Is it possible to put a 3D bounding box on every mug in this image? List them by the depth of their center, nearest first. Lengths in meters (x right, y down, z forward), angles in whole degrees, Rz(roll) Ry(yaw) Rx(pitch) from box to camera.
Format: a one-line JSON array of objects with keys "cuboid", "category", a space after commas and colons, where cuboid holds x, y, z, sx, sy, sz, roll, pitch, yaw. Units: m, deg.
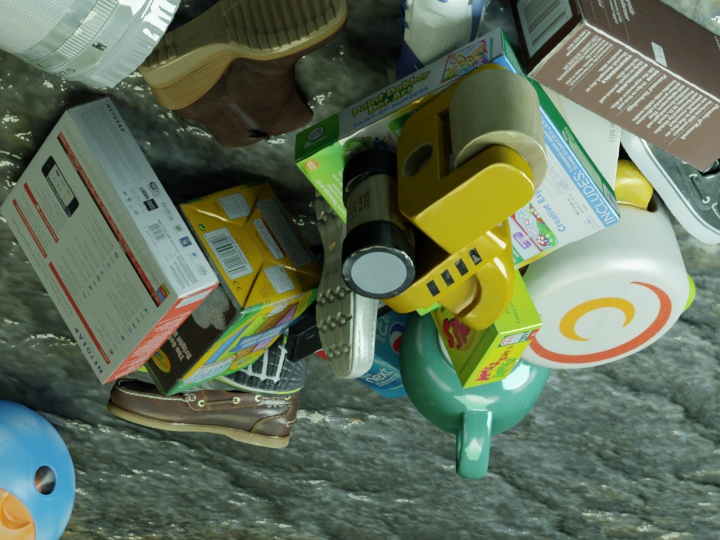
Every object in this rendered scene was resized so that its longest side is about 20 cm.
[{"cuboid": [0.122, 0.091, 1.798, 0.151, 0.186, 0.115, -28, 165, -11], "category": "mug"}]

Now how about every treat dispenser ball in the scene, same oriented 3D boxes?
[{"cuboid": [-0.422, 0.245, 2.062, 0.199, 0.202, 0.201, 1, 147, 1], "category": "treat dispenser ball"}]

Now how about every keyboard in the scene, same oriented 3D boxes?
[{"cuboid": [0.011, 0.015, 1.776, 0.199, 0.040, 0.104, -28, 161, -20], "category": "keyboard"}]

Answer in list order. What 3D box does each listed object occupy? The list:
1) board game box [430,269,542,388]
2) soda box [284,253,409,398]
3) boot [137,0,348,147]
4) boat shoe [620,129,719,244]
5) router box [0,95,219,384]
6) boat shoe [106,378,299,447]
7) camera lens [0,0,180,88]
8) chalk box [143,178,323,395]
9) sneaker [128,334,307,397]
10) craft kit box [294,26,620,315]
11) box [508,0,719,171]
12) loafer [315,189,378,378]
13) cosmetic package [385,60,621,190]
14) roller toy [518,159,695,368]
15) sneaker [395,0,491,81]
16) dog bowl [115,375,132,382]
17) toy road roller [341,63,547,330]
[{"cuboid": [0.090, -0.008, 1.647, 0.047, 0.201, 0.102, -10, 153, -24], "category": "board game box"}, {"cuboid": [-0.006, 0.059, 1.871, 0.064, 0.068, 0.200, -13, 146, 40], "category": "soda box"}, {"cuboid": [-0.075, -0.172, 1.549, 0.198, 0.073, 0.166, -14, 156, 21], "category": "boot"}, {"cuboid": [0.297, -0.089, 1.638, 0.056, 0.069, 0.200, -21, 139, 28], "category": "boat shoe"}, {"cuboid": [-0.232, -0.025, 1.654, 0.049, 0.201, 0.179, -23, 167, -40], "category": "router box"}, {"cuboid": [-0.161, 0.131, 1.901, 0.198, 0.070, 0.071, 9, 109, -16], "category": "boat shoe"}, {"cuboid": [-0.244, -0.242, 1.341, 0.199, 0.161, 0.159, 27, 139, -34], "category": "camera lens"}, {"cuboid": [-0.147, 0.028, 1.728, 0.123, 0.125, 0.200, -19, 162, -45], "category": "chalk box"}, {"cuboid": [-0.151, 0.090, 1.834, 0.198, 0.074, 0.081, 12, 155, 1], "category": "sneaker"}, {"cuboid": [0.080, -0.075, 1.492, 0.196, 0.049, 0.200, -27, 126, 18], "category": "craft kit box"}, {"cuboid": [0.221, -0.170, 1.477, 0.199, 0.101, 0.075, 25, 129, -32], "category": "box"}, {"cuboid": [0.000, 0.000, 1.670, 0.069, 0.202, 0.070, 9, 165, -34], "category": "loafer"}, {"cuboid": [0.118, -0.117, 1.555, 0.198, 0.105, 0.073, 4, -168, -3], "category": "cosmetic package"}, {"cuboid": [0.202, -0.011, 1.695, 0.181, 0.141, 0.200, -20, 146, 12], "category": "roller toy"}, {"cuboid": [0.050, -0.235, 1.426, 0.114, 0.081, 0.200, 15, 138, -13], "category": "sneaker"}, {"cuboid": [-0.176, 0.082, 1.930, 0.198, 0.059, 0.201, 1, 147, 0], "category": "dog bowl"}, {"cuboid": [0.083, -0.045, 1.410, 0.146, 0.123, 0.200, 36, 122, -28], "category": "toy road roller"}]
